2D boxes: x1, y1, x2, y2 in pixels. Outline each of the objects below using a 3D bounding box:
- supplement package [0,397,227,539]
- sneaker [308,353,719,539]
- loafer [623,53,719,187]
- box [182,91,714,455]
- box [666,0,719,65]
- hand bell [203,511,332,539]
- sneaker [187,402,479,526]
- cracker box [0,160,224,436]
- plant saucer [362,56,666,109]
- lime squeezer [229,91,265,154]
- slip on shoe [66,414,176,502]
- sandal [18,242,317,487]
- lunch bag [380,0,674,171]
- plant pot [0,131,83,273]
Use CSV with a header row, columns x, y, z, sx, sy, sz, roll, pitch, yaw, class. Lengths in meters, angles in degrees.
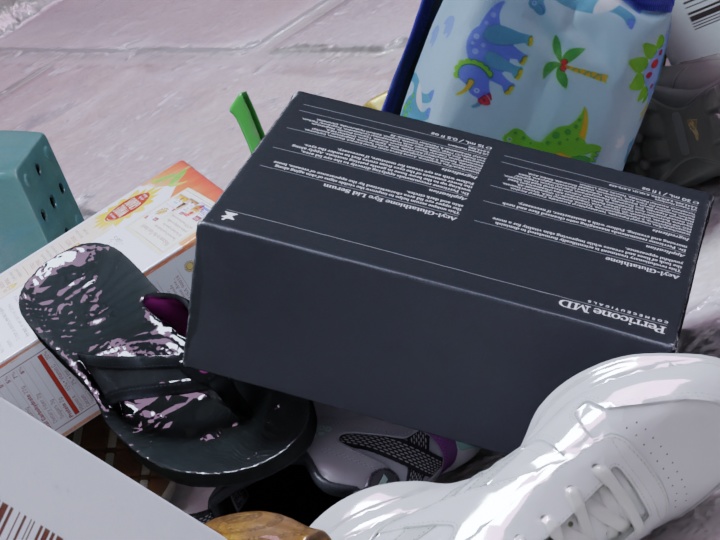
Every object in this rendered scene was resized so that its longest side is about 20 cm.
x,y,z,sx,sy,sz,roll,pitch,yaw,class
-0.161,0.149,0.710,0.200,0.117,0.117,-37,25,46,supplement package
0.068,0.105,0.715,0.200,0.075,0.100,-30,29,13,sneaker
0.191,-0.082,1.020,0.070,0.070,0.200,-16,9,-29,loafer
0.041,0.003,0.828,0.200,0.079,0.141,15,29,9,box
0.246,-0.221,1.082,0.200,0.199,0.131,-22,20,19,box
-0.083,0.117,0.784,0.200,0.104,0.104,-13,24,47,hand bell
-0.045,0.083,0.896,0.140,0.078,0.200,-39,21,-30,sneaker
-0.149,0.027,1.010,0.200,0.058,0.134,-32,22,-9,cracker box
0.100,-0.107,1.232,0.200,0.048,0.200,-26,19,7,plant saucer
0.000,0.000,0.950,0.071,0.200,0.038,-52,-5,7,lime squeezer
-0.138,0.098,1.031,0.200,0.076,0.061,-89,19,-58,slip on shoe
-0.100,0.037,0.872,0.075,0.048,0.200,-43,46,-18,sandal
0.083,-0.099,1.022,0.200,0.127,0.170,-72,3,-74,lunch bag
-0.327,-0.025,1.481,0.200,0.141,0.141,-17,21,12,plant pot
